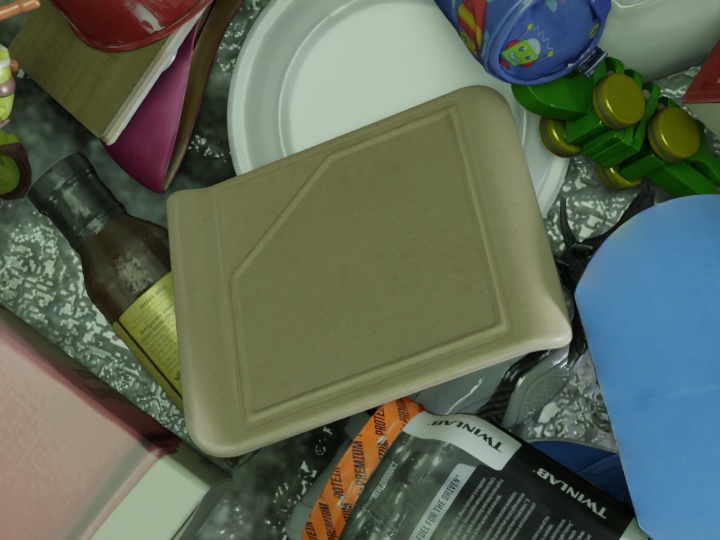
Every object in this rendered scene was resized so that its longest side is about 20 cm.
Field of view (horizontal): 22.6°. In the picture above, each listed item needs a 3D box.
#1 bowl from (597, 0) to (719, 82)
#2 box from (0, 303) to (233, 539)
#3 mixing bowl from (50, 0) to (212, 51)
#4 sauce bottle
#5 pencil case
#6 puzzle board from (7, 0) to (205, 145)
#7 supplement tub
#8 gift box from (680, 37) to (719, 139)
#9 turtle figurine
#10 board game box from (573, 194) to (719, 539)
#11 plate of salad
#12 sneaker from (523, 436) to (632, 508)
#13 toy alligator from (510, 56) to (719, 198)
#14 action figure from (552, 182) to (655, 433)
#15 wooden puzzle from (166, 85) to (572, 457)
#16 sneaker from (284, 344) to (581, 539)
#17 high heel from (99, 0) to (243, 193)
[{"bbox_3d":[0.173,-0.221,1.033,0.199,0.075,0.200,-24,86,-1],"label":"bowl"},{"bbox_3d":[-0.184,0.102,1.000,0.200,0.128,0.109,36,88,3],"label":"box"},{"bbox_3d":[-0.133,-0.231,0.975,0.108,0.200,0.201,31,88,-39],"label":"mixing bowl"},{"bbox_3d":[-0.113,0.019,1.033,0.065,0.065,0.200,-39,87,0],"label":"sauce bottle"},{"bbox_3d":[0.063,-0.189,0.980,0.087,0.078,0.200,-28,59,-5],"label":"pencil case"},{"bbox_3d":[-0.114,-0.178,1.017,0.017,0.151,0.200,33,94,-39],"label":"puzzle board"},{"bbox_3d":[0.077,0.154,0.906,0.200,0.123,0.123,32,88,12],"label":"supplement tub"},{"bbox_3d":[0.298,-0.084,0.945,0.187,0.184,0.200,38,82,-23],"label":"gift box"},{"bbox_3d":[-0.225,-0.059,0.995,0.064,0.161,0.200,40,88,4],"label":"turtle figurine"},{"bbox_3d":[0.184,0.062,0.917,0.157,0.039,0.201,-9,74,-23],"label":"board game box"},{"bbox_3d":[0.023,-0.087,1.040,0.199,0.048,0.201,0,92,-1],"label":"plate of salad"},{"bbox_3d":[0.144,0.135,0.991,0.199,0.111,0.077,8,87,3],"label":"sneaker"},{"bbox_3d":[0.170,-0.075,1.020,0.200,0.059,0.054,28,61,-22],"label":"toy alligator"},{"bbox_3d":[0.167,0.036,0.991,0.200,0.102,0.119,33,63,-12],"label":"action figure"},{"bbox_3d":[0.000,0.000,0.952,0.199,0.037,0.186,-17,49,8],"label":"wooden puzzle"},{"bbox_3d":[0.019,0.063,1.005,0.200,0.075,0.115,-38,108,-5],"label":"sneaker"},{"bbox_3d":[-0.077,-0.139,1.036,0.200,0.067,0.096,-40,75,4],"label":"high heel"}]
